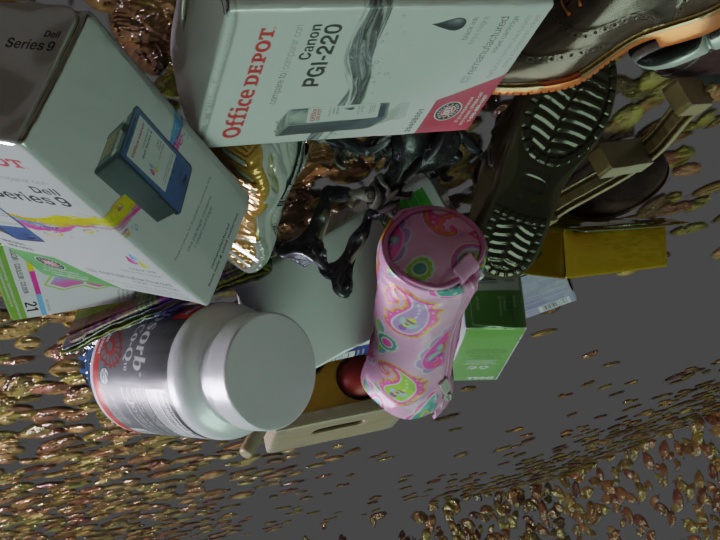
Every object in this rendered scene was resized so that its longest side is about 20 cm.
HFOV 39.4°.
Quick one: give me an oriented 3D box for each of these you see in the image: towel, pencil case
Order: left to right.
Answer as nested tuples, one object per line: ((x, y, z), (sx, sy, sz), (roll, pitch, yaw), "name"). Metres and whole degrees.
((-0.167, 0.013, 0.896), (0.199, 0.023, 0.144), (-22, -165, -2), "towel")
((0.048, 0.040, 0.800), (0.087, 0.088, 0.200), (-10, 142, -13), "pencil case")

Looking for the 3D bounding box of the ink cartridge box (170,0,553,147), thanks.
((-0.006, -0.150, 0.617), (0.199, 0.085, 0.146), (-5, 157, -20), "ink cartridge box")

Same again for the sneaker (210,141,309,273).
((-0.074, -0.067, 0.753), (0.088, 0.076, 0.200), (-52, 179, -25), "sneaker")

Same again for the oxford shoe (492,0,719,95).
((0.160, -0.184, 0.696), (0.199, 0.071, 0.073), (-21, 140, 3), "oxford shoe")

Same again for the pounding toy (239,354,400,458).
((-0.057, 0.115, 1.118), (0.199, 0.185, 0.142), (-9, 159, -15), "pounding toy")

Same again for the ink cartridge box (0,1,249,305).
((-0.178, -0.065, 0.597), (0.145, 0.088, 0.200), (9, 157, 24), "ink cartridge box")

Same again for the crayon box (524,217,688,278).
((0.216, -0.025, 1.018), (0.126, 0.051, 0.200), (-5, -175, -23), "crayon box")

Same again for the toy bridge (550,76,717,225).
((0.217, -0.095, 0.835), (0.067, 0.027, 0.200), (-11, 159, -41), "toy bridge")

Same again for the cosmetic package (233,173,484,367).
((0.000, 0.000, 0.906), (0.200, 0.108, 0.085), (-31, -169, 11), "cosmetic package")

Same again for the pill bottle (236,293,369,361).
((-0.023, 0.033, 1.029), (0.199, 0.116, 0.116), (-12, 159, -9), "pill bottle")

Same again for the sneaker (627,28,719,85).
((0.307, -0.195, 0.758), (0.199, 0.076, 0.115), (-13, 167, 26), "sneaker")

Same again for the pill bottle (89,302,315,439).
((-0.137, 0.086, 0.868), (0.116, 0.116, 0.199), (5, 172, -43), "pill bottle")

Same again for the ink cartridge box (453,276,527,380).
((0.115, 0.049, 1.021), (0.059, 0.104, 0.200), (0, 154, -4), "ink cartridge box")

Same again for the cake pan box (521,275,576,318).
((0.165, 0.025, 1.238), (0.199, 0.053, 0.184), (-20, 161, 13), "cake pan box")

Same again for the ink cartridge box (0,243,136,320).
((-0.186, -0.035, 0.795), (0.199, 0.076, 0.148), (-9, 159, -14), "ink cartridge box")

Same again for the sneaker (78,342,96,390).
((-0.242, 0.064, 1.047), (0.077, 0.076, 0.200), (-33, 170, -35), "sneaker")

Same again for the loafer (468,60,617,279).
((0.131, -0.093, 0.791), (0.076, 0.201, 0.067), (26, -176, -23), "loafer")

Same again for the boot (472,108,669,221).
((0.202, -0.102, 0.901), (0.199, 0.073, 0.166), (-9, 161, -5), "boot")

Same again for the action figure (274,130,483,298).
((0.012, -0.084, 0.783), (0.119, 0.102, 0.200), (26, 106, -42), "action figure")
